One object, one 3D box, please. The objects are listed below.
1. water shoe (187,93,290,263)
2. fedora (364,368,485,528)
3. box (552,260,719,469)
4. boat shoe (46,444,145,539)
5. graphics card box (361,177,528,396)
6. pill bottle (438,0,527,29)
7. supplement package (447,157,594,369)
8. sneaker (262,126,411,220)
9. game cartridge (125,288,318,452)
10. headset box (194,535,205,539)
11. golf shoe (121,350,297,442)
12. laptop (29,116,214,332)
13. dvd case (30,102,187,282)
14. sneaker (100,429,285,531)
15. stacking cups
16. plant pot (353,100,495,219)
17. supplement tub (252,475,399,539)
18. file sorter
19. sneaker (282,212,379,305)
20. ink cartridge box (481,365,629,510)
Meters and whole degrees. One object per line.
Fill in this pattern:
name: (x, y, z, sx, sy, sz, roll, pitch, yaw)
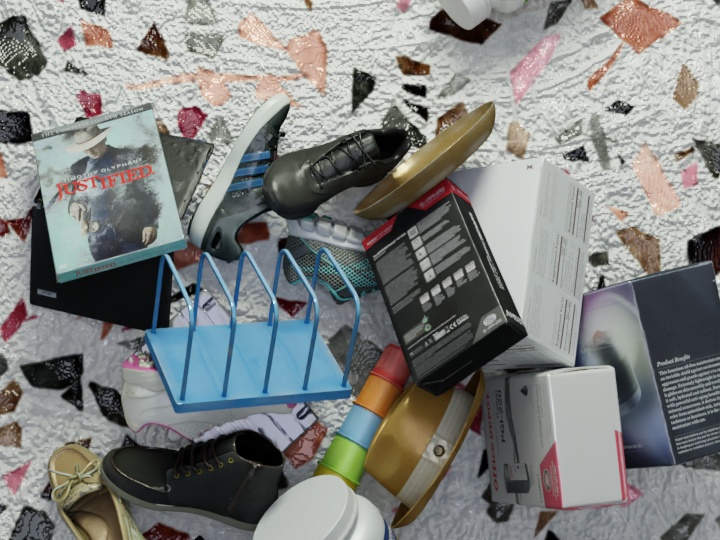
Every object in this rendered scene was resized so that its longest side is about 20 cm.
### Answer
water shoe: (-0.120, -0.104, 1.662, 0.078, 0.072, 0.201, 31, 92, 1)
fedora: (0.062, 0.183, 1.595, 0.081, 0.201, 0.202, 29, 83, 0)
box: (0.311, 0.111, 1.608, 0.122, 0.200, 0.201, -10, 84, -25)
boat shoe: (-0.286, 0.262, 1.580, 0.073, 0.063, 0.200, -38, 61, -7)
graphics card box: (0.086, 0.017, 1.539, 0.125, 0.051, 0.202, -36, 50, 19)
pill bottle: (0.181, -0.373, 1.694, 0.199, 0.111, 0.111, -38, 89, -8)
supplement package: (0.156, -0.004, 1.603, 0.110, 0.154, 0.203, 28, 65, -44)
sneaker: (-0.025, -0.121, 1.626, 0.199, 0.090, 0.077, -29, 91, -36)
game cartridge: (-0.159, 0.138, 1.654, 0.129, 0.038, 0.200, -41, 90, -4)
headset box: (-0.172, 0.427, 1.595, 0.174, 0.093, 0.200, -43, 91, -7)
golf shoe: (-0.169, 0.147, 1.608, 0.197, 0.075, 0.093, 9, 98, -2)
laptop: (-0.271, -0.054, 1.644, 0.175, 0.104, 0.202, 12, 58, 13)
dvd case: (-0.279, -0.089, 1.593, 0.144, 0.022, 0.202, -15, 55, -4)
sneaker: (-0.180, 0.207, 1.576, 0.197, 0.075, 0.107, 14, 128, -5)
stacking cups: (0.004, 0.181, 1.659, 0.060, 0.061, 0.202, 30, 78, -2)
plant pot: (0.077, -0.116, 1.618, 0.199, 0.200, 0.028, -40, 98, -8)
supplement tub: (-0.014, 0.333, 1.562, 0.144, 0.144, 0.201, -38, 116, -8)
file sorter: (-0.116, 0.056, 1.558, 0.197, 0.139, 0.124, -3, 122, -23)
sneaker: (0.000, 0.000, 1.672, 0.197, 0.078, 0.092, 18, 100, -1)
ink cartridge box: (0.208, 0.183, 1.597, 0.084, 0.200, 0.148, -4, 85, -16)
